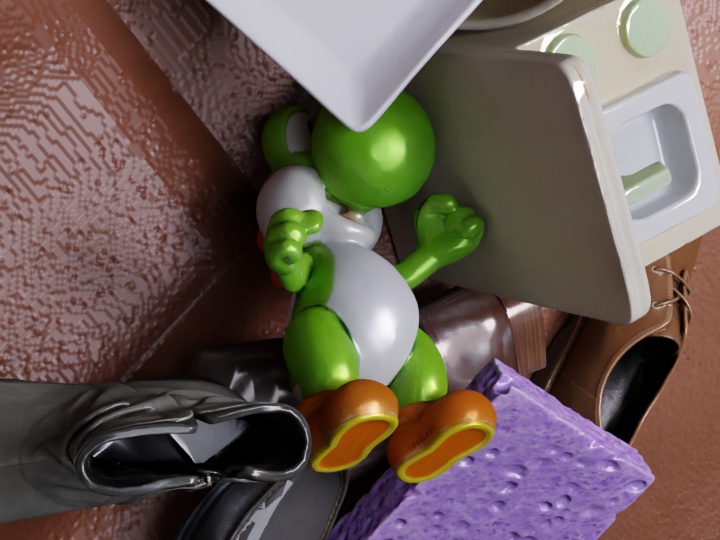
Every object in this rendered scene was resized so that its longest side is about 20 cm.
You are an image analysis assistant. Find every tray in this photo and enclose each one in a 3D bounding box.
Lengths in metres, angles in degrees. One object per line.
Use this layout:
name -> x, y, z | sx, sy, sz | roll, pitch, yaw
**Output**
tray -> -0.039, -0.167, 1.106 | 0.200, 0.022, 0.107 | 42, 91, 1

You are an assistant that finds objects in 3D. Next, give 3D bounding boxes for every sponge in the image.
sponge -> 0.043, 0.142, 1.196 | 0.111, 0.030, 0.200 | 31, 111, -33

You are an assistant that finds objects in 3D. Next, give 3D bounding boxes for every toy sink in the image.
toy sink -> 0.099, -0.067, 1.159 | 0.112, 0.200, 0.131 | -27, 110, -26

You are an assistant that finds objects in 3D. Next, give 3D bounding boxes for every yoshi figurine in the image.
yoshi figurine -> 0.005, -0.009, 1.114 | 0.112, 0.201, 0.113 | -17, 148, 1

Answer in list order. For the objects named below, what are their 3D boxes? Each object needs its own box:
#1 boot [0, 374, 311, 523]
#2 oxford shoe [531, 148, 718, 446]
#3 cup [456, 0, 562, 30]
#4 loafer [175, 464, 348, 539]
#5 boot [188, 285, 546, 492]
boot -> -0.130, 0.079, 1.058 | 0.199, 0.131, 0.068 | -9, 92, -15
oxford shoe -> 0.158, 0.012, 1.286 | 0.071, 0.071, 0.201 | 23, 83, -31
cup -> 0.064, -0.235, 1.136 | 0.143, 0.200, 0.201 | -44, 120, -47
loafer -> -0.059, 0.170, 1.139 | 0.073, 0.072, 0.201 | 22, 102, -37
boot -> 0.005, 0.106, 1.211 | 0.199, 0.064, 0.187 | -17, 107, -26
